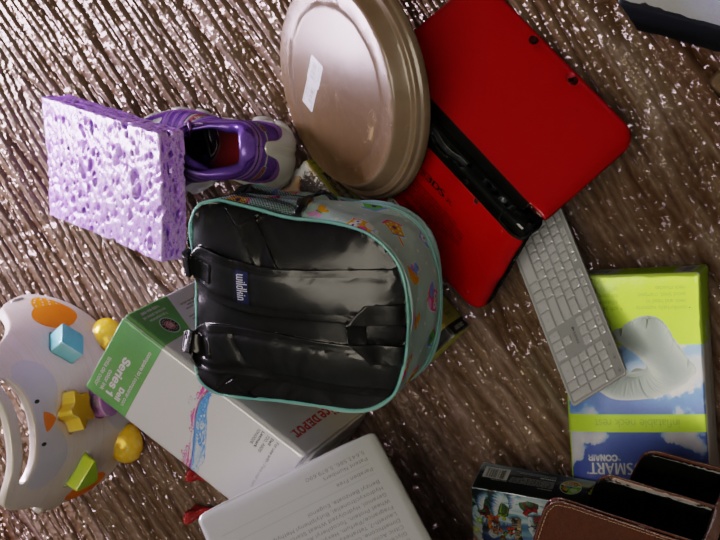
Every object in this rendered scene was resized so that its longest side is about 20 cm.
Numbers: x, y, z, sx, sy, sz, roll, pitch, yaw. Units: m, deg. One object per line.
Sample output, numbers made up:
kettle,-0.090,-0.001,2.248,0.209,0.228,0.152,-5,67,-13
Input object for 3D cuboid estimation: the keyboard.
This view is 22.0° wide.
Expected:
keyboard,0.162,0.010,1.523,0.056,0.011,0.202,-32,61,24

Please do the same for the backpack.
backpack,-0.028,0.021,1.510,0.198,0.153,0.178,9,106,29

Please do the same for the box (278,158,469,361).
box,0.000,0.000,1.607,0.075,0.050,0.200,-44,83,20

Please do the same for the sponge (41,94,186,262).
sponge,-0.218,-0.084,1.627,0.199,0.030,0.113,20,115,48

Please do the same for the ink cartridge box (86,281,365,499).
ink cartridge box,-0.114,0.112,1.614,0.199,0.145,0.084,37,113,11

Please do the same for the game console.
game console,0.098,-0.104,1.556,0.200,0.118,0.173,48,142,19

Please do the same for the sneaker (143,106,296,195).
sneaker,-0.149,-0.110,1.610,0.199,0.083,0.082,-2,84,38

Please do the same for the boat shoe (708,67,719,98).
boat shoe,0.368,-0.108,1.449,0.200,0.072,0.076,44,98,8

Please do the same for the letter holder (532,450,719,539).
letter holder,0.206,0.247,1.470,0.141,0.101,0.202,15,124,15

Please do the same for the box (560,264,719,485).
box,0.233,0.099,1.540,0.121,0.048,0.202,-2,98,22

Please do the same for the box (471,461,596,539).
box,0.193,0.242,1.559,0.198,0.040,0.138,7,123,19

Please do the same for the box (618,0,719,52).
box,0.319,-0.259,1.392,0.197,0.123,0.202,17,92,17

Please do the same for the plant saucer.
plant saucer,-0.011,-0.155,1.536,0.200,0.029,0.202,34,133,47

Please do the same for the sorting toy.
sorting toy,-0.286,0.130,1.662,0.106,0.180,0.202,-6,97,21

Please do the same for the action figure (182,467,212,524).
action figure,-0.065,0.220,1.670,0.198,0.052,0.066,7,98,16

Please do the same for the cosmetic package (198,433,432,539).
cosmetic package,-0.012,0.279,1.508,0.164,0.165,0.201,-24,58,-8
